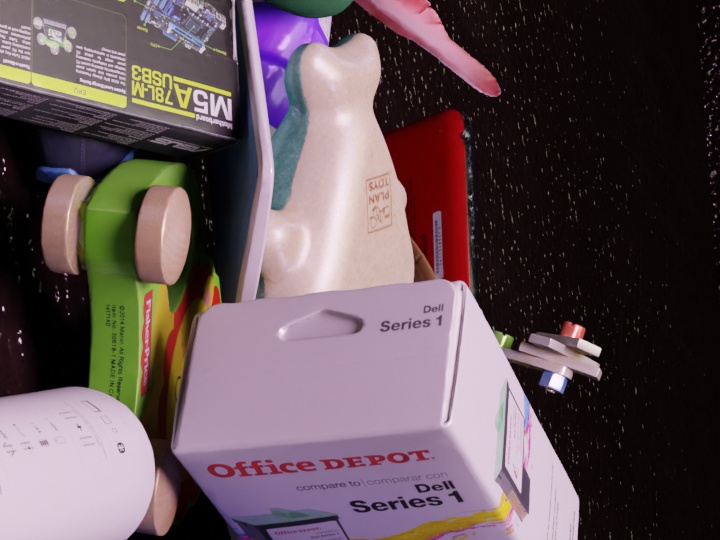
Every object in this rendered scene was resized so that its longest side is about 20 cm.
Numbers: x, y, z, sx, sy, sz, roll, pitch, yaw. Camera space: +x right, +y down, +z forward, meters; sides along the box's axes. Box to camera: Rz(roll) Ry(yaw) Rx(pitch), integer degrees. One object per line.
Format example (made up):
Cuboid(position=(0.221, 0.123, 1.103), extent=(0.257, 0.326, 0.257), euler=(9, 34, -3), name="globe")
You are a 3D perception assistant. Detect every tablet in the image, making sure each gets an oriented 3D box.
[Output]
Cuboid(position=(-0.065, -0.069, 1.085), extent=(0.201, 0.014, 0.131), euler=(-101, -162, -46), name="tablet")

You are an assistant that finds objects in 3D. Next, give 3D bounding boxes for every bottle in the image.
Cuboid(position=(-0.060, -0.147, 1.258), extent=(0.065, 0.083, 0.201), euler=(61, 28, -51), name="bottle")

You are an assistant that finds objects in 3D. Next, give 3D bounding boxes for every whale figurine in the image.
Cuboid(position=(-0.033, -0.035, 1.175), extent=(0.159, 0.103, 0.202), euler=(-23, 118, -57), name="whale figurine")

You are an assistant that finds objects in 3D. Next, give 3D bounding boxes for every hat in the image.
Cuboid(position=(-0.037, -0.161, 1.211), extent=(0.166, 0.198, 0.177), euler=(-53, 146, -52), name="hat")

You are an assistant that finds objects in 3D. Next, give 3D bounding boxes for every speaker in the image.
Cuboid(position=(-0.163, 0.094, 0.873), extent=(0.200, 0.080, 0.082), euler=(-3, 86, -72), name="speaker")

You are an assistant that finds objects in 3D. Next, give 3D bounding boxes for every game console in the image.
Cuboid(position=(0.053, 0.007, 1.501), extent=(0.118, 0.172, 0.202), euler=(14, 67, -42), name="game console")

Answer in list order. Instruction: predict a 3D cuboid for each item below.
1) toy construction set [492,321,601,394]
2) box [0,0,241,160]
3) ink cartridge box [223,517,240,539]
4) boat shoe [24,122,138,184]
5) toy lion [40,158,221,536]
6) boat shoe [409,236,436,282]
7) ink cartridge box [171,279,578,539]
Cuboid(position=(0.093, 0.117, 1.513), extent=(0.201, 0.092, 0.131), euler=(-56, -174, -8), name="toy construction set")
Cuboid(position=(-0.143, -0.165, 0.978), extent=(0.199, 0.047, 0.195), euler=(10, 74, -47), name="box")
Cuboid(position=(-0.020, 0.159, 1.166), extent=(0.199, 0.057, 0.164), euler=(-18, 86, -53), name="ink cartridge box")
Cuboid(position=(-0.119, -0.126, 1.073), extent=(0.201, 0.083, 0.069), euler=(-79, 166, -48), name="boat shoe")
Cuboid(position=(-0.106, 0.039, 1.060), extent=(0.192, 0.068, 0.202), euler=(-48, 142, -73), name="toy lion")
Cuboid(position=(0.000, 0.000, 1.288), extent=(0.200, 0.072, 0.072), euler=(48, 0, 31), name="boat shoe")
Cuboid(position=(0.012, 0.101, 1.021), extent=(0.200, 0.144, 0.085), euler=(59, 31, -47), name="ink cartridge box")
